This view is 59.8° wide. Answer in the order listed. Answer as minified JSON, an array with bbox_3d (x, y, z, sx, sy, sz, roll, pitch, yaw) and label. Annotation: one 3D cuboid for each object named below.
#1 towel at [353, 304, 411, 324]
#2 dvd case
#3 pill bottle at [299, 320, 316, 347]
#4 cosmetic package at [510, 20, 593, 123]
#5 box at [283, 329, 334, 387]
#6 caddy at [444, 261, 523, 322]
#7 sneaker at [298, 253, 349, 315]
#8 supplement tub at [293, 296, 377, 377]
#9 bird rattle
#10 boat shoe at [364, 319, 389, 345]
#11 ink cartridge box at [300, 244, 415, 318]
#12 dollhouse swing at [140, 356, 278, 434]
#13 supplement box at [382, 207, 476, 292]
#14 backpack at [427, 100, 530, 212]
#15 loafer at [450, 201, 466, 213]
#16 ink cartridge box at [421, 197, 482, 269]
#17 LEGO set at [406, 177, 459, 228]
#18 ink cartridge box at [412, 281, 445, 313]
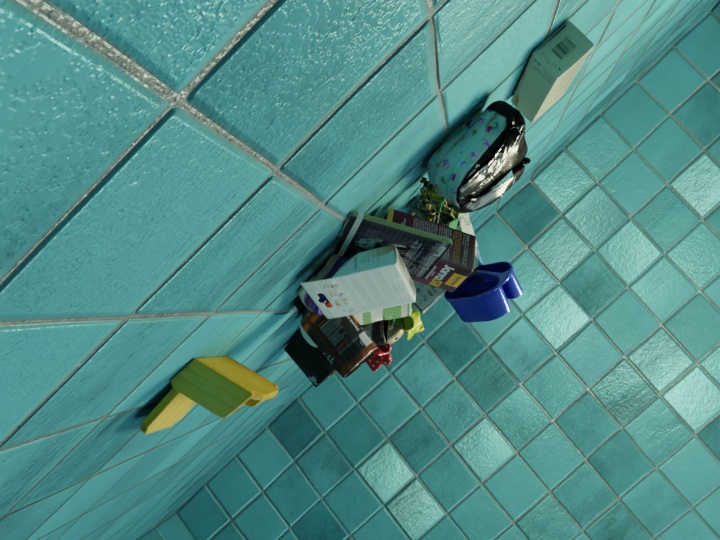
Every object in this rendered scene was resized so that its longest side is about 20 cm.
[{"bbox_3d":[0.027,0.068,1.472,0.195,0.024,0.155,-10,134,-8],"label":"towel"},{"bbox_3d":[0.058,-0.046,1.204,0.149,0.196,0.016,123,-21,-59],"label":"dvd case"},{"bbox_3d":[-0.058,0.108,1.588,0.199,0.111,0.111,-35,169,-39],"label":"pill bottle"},{"bbox_3d":[0.378,-0.392,1.255,0.105,0.071,0.200,-41,171,-8],"label":"cosmetic package"},{"bbox_3d":[-0.087,0.194,1.738,0.200,0.149,0.124,-47,170,33],"label":"box"},{"bbox_3d":[0.293,0.044,1.519,0.141,0.106,0.198,-44,-162,-32],"label":"caddy"},{"bbox_3d":[-0.039,0.013,1.313,0.200,0.084,0.080,-45,170,16],"label":"sneaker"},{"bbox_3d":[-0.060,0.128,1.383,0.106,0.201,0.107,-39,172,-6],"label":"supplement tub"},{"bbox_3d":[0.065,0.157,1.647,0.199,0.163,0.113,-42,137,-3],"label":"bird rattle"},{"bbox_3d":[0.060,0.098,1.572,0.070,0.065,0.203,67,31,-47],"label":"boat shoe"},{"bbox_3d":[-0.001,0.028,1.254,0.196,0.051,0.163,-10,147,15],"label":"ink cartridge box"},{"bbox_3d":[-0.288,0.269,1.214,0.178,0.179,0.200,-61,172,-4],"label":"dollhouse swing"},{"bbox_3d":[0.127,-0.039,1.300,0.111,0.196,0.087,123,-18,-59],"label":"supplement box"},{"bbox_3d":[0.230,-0.215,1.229,0.200,0.126,0.167,-45,143,-5],"label":"backpack"},{"bbox_3d":[0.244,-0.201,1.333,0.068,0.075,0.203,67,43,-63],"label":"loafer"},{"bbox_3d":[0.227,-0.096,1.544,0.082,0.204,0.145,-16,-179,21],"label":"ink cartridge box"},{"bbox_3d":[0.151,-0.152,1.398,0.199,0.114,0.157,-37,141,-51],"label":"LEGO set"},{"bbox_3d":[0.122,0.008,1.604,0.084,0.201,0.176,-41,171,0],"label":"ink cartridge box"}]
